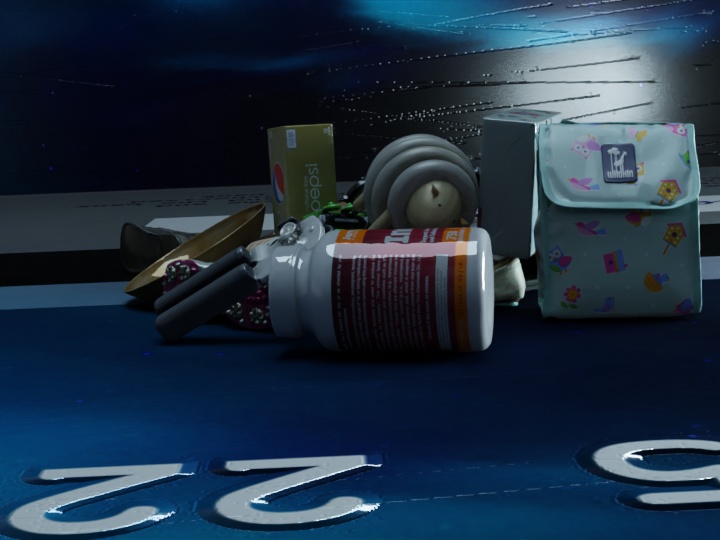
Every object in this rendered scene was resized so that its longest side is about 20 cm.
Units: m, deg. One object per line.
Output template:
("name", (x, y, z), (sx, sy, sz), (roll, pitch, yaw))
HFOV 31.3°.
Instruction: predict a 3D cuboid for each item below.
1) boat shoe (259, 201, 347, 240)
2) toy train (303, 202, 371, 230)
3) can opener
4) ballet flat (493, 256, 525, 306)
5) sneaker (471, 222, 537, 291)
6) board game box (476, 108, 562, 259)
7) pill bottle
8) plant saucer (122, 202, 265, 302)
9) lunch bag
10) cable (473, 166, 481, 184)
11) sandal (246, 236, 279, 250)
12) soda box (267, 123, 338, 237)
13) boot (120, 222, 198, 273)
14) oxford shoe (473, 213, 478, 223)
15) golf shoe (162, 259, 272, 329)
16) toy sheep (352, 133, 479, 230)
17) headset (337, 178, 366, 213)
("boat shoe", (-0.094, -0.013, 1.607), (0.201, 0.075, 0.075), (-24, 0, 21))
("toy train", (0.014, -0.051, 1.503), (0.056, 0.042, 0.199), (-19, -13, 42))
("can opener", (-0.113, 0.011, 1.273), (0.199, 0.067, 0.053), (-28, 37, 9))
("ballet flat", (0.082, 0.012, 1.398), (0.198, 0.063, 0.067), (-5, 8, -14))
("sneaker", (0.166, -0.018, 1.558), (0.198, 0.074, 0.115), (3, 6, 28))
("board game box", (0.182, -0.104, 1.466), (0.064, 0.149, 0.200), (6, 11, 16))
("pill bottle", (0.020, 0.018, 1.183), (0.198, 0.114, 0.113), (-1, 8, 10))
("plant saucer", (-0.191, -0.015, 1.542), (0.199, 0.036, 0.200), (-30, 11, 6))
("lunch bag", (0.264, -0.056, 1.332), (0.169, 0.202, 0.122), (0, 8, 5))
("cable", (0.127, -0.051, 1.672), (0.162, 0.051, 0.200), (-30, -37, 15))
("sandal", (-0.111, 0.005, 1.478), (0.059, 0.080, 0.206), (-3, -2, -18))
("soda box", (-0.066, -0.070, 1.521), (0.063, 0.202, 0.068), (-5, 4, -20))
("boot", (-0.230, -0.028, 1.824), (0.173, 0.070, 0.199), (-2, 10, -42))
("oxford shoe", (0.230, -0.050, 1.756), (0.198, 0.076, 0.070), (1, 7, 19))
("golf shoe", (-0.123, 0.019, 1.380), (0.199, 0.076, 0.091), (8, 6, 40))
("toy sheep", (0.062, -0.082, 1.382), (0.136, 0.139, 0.200), (-4, 27, -10))
("headset", (0.005, -0.064, 1.756), (0.198, 0.095, 0.124), (14, 34, -10))
